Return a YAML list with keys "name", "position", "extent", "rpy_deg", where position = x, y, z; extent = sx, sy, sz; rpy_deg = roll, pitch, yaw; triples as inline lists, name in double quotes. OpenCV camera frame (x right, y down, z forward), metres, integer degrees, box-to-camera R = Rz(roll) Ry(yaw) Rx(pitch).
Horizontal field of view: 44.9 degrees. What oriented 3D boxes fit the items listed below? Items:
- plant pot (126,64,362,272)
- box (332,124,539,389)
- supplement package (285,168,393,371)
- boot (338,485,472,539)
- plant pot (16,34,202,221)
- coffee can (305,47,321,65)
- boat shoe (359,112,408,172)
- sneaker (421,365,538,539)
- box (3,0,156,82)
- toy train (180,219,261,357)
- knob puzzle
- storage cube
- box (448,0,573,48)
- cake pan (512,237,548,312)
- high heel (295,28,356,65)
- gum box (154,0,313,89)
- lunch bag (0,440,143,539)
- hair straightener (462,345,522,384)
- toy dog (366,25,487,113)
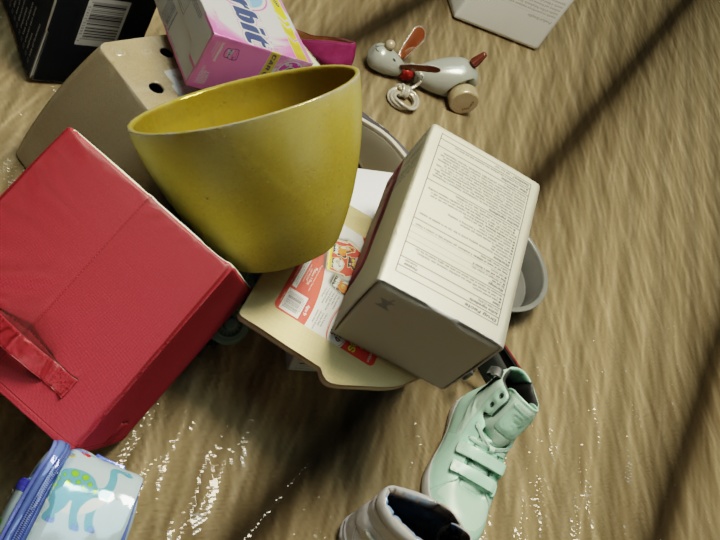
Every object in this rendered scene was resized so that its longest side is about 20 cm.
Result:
- name: "plant pot"
  position: [-0.084, -0.082, 0.756]
  extent: [0.200, 0.200, 0.142]
  rpy_deg: [-39, 123, -48]
- name: "box"
  position: [0.074, -0.014, 0.819]
  extent: [0.128, 0.109, 0.200]
  rpy_deg: [29, 53, -10]
- name: "supplement package"
  position: [0.000, 0.000, 0.953]
  extent: [0.155, 0.111, 0.200]
  rpy_deg: [6, 58, -20]
- name: "boot"
  position: [0.079, 0.277, 0.803]
  extent: [0.200, 0.096, 0.074]
  rpy_deg: [33, 42, -5]
- name: "plant pot"
  position: [-0.207, -0.136, 0.917]
  extent: [0.200, 0.177, 0.200]
  rpy_deg: [-24, 68, -45]
- name: "coffee can"
  position: [-0.121, -0.230, 1.084]
  extent: [0.146, 0.146, 0.200]
  rpy_deg: [-23, 68, -45]
- name: "boat shoe"
  position: [0.016, -0.185, 1.196]
  extent: [0.200, 0.073, 0.063]
  rpy_deg: [41, 44, 11]
- name: "sneaker"
  position: [0.129, 0.185, 0.904]
  extent: [0.074, 0.118, 0.201]
  rpy_deg: [30, 43, -11]
- name: "box"
  position: [-0.328, -0.357, 1.015]
  extent: [0.124, 0.200, 0.197]
  rpy_deg: [-5, 57, -40]
- name: "toy train"
  position: [-0.135, -0.014, 0.865]
  extent: [0.114, 0.085, 0.200]
  rpy_deg: [39, 82, -27]
- name: "knob puzzle"
  position: [0.002, 0.035, 0.842]
  extent: [0.219, 0.030, 0.220]
  rpy_deg: [13, 57, -21]
- name: "storage cube"
  position: [-0.214, 0.022, 0.714]
  extent: [0.171, 0.200, 0.180]
  rpy_deg: [40, 82, 3]
- name: "box"
  position: [0.281, -0.567, 1.649]
  extent: [0.199, 0.171, 0.200]
  rpy_deg: [12, 46, -26]
- name: "cake pan"
  position: [0.160, -0.018, 1.170]
  extent: [0.200, 0.037, 0.201]
  rpy_deg: [19, 45, -20]
- name: "high heel"
  position: [-0.093, -0.347, 1.246]
  extent: [0.200, 0.096, 0.067]
  rpy_deg: [39, 41, 1]
- name: "gum box"
  position: [-0.140, -0.265, 0.897]
  extent: [0.113, 0.066, 0.200]
  rpy_deg: [7, 46, -39]
- name: "lunch bag"
  position: [-0.209, 0.200, 0.582]
  extent: [0.082, 0.200, 0.161]
  rpy_deg: [27, 67, -10]
- name: "hair straightener"
  position: [0.135, 0.086, 0.992]
  extent: [0.200, 0.041, 0.077]
  rpy_deg: [59, 35, -27]
- name: "toy dog"
  position: [0.119, -0.325, 1.374]
  extent: [0.200, 0.096, 0.132]
  rpy_deg: [-6, 56, -38]
